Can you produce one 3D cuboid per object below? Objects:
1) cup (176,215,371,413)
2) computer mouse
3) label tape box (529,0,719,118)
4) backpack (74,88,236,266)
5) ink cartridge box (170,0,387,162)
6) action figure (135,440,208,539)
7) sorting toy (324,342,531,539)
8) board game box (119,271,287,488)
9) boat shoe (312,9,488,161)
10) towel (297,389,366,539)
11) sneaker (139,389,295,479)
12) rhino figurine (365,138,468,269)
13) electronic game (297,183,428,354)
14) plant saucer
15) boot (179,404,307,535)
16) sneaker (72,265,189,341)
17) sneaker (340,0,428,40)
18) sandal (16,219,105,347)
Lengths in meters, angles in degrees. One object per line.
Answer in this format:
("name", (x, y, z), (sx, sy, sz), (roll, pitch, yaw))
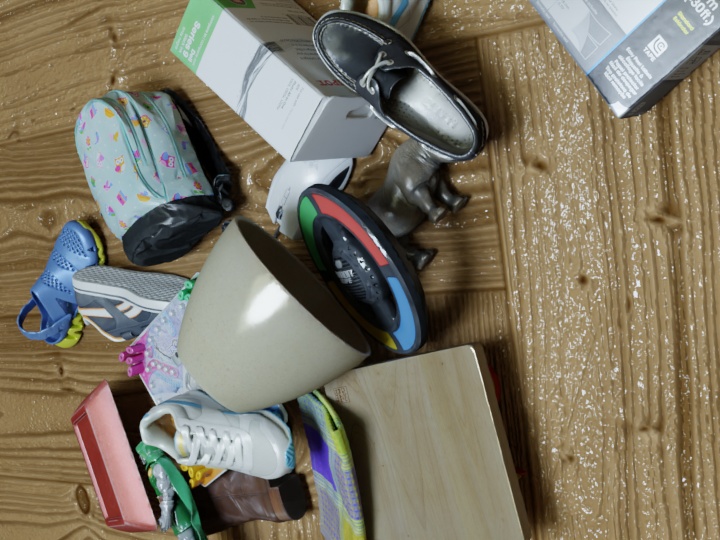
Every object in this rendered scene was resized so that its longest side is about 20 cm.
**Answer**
("cup", (-0.107, 0.064, 1.083), (0.143, 0.200, 0.200), (-44, 70, 6))
("computer mouse", (-0.081, -0.077, 1.173), (0.110, 0.044, 0.200), (49, 123, 21))
("label tape box", (0.259, -0.249, 0.876), (0.200, 0.063, 0.145), (-44, 73, 34))
("backpack", (-0.255, -0.122, 1.244), (0.166, 0.126, 0.201), (-31, 76, 39))
("ink cartridge box", (-0.076, -0.205, 1.082), (0.200, 0.146, 0.084), (44, 120, 22))
("action figure", (-0.222, 0.298, 1.266), (0.201, 0.054, 0.118), (64, 163, 7))
("sorting toy", (0.078, 0.185, 1.085), (0.198, 0.069, 0.202), (-16, 88, 37))
("board game box", (-0.193, 0.135, 1.222), (0.200, 0.026, 0.201), (-42, 75, 40))
("boat shoe", (0.035, -0.173, 0.978), (0.200, 0.060, 0.074), (41, 108, -2))
("towel", (-0.030, 0.233, 1.138), (0.144, 0.023, 0.201), (-138, 37, -63))
("sneaker", (-0.155, 0.188, 1.134), (0.199, 0.081, 0.077), (8, 107, 38))
("rhino figurine", (0.060, -0.084, 1.057), (0.087, 0.060, 0.201), (41, 118, 21))
("electronic game", (0.000, 0.000, 1.060), (0.200, 0.041, 0.201), (47, 158, 24))
("plant saucer", (-0.333, 0.256, 1.370), (0.199, 0.036, 0.201), (-33, 77, 64))
("boot", (-0.168, 0.234, 1.288), (0.199, 0.064, 0.188), (-18, 85, 42))
("sneaker", (-0.277, 0.048, 1.322), (0.199, 0.078, 0.080), (10, 115, 29))
("sneaker", (0.034, -0.304, 1.015), (0.076, 0.081, 0.201), (31, 114, 30))
("sandal", (-0.409, 0.025, 1.410), (0.079, 0.087, 0.201), (33, 114, 29))
